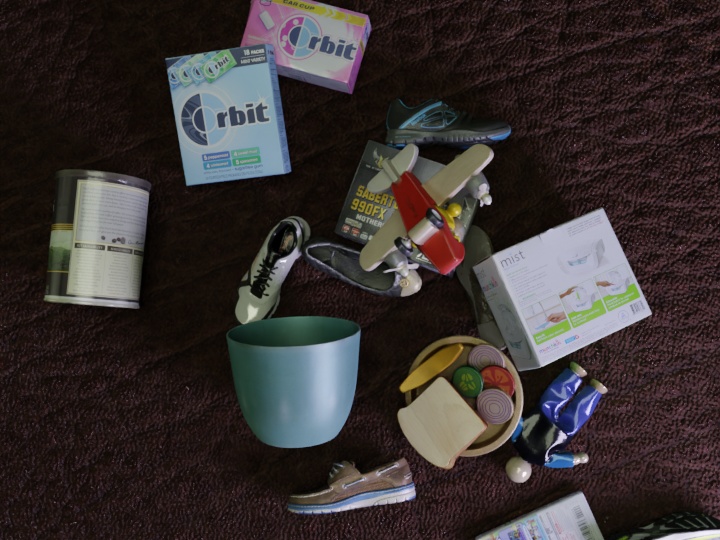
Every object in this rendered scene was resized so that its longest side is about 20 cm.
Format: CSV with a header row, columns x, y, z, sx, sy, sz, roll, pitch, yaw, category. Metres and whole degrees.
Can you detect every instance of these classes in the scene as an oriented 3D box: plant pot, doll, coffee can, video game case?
x,y,z,sx,sy,sz,roll,pitch,yaw,category
-0.097,0.168,1.215,0.198,0.201,0.163,-1,99,5,plant pot
0.295,0.244,1.244,0.136,0.048,0.200,40,89,7,doll
-0.412,-0.046,1.275,0.145,0.146,0.202,4,86,5,coffee can
0.298,0.466,1.240,0.181,0.022,0.201,-25,85,2,video game case

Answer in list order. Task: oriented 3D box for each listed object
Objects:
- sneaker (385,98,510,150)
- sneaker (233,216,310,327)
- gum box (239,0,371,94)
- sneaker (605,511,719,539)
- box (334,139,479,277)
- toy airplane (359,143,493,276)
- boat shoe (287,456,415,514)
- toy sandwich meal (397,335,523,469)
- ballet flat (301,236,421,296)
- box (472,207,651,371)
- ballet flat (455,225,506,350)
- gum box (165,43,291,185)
x,y,z,sx,sy,sz,roll,pitch,yaw,category
0.137,-0.235,1.282,0.198,0.073,0.083,0,85,4,sneaker
-0.149,0.001,1.285,0.073,0.080,0.201,25,89,5,sneaker
-0.094,-0.373,1.315,0.198,0.066,0.115,16,88,6,gum box
0.459,0.421,1.210,0.198,0.074,0.082,-16,97,1,sneaker
0.078,-0.097,1.276,0.198,0.048,0.160,21,88,14,box
0.096,-0.085,1.190,0.199,0.141,0.201,1,69,48,toy airplane
-0.017,0.331,1.257,0.198,0.072,0.073,-8,80,-6,boat shoe
0.146,0.198,1.231,0.203,0.070,0.207,1,93,19,toy sandwich meal
0.000,0.000,1.276,0.198,0.057,0.067,17,101,-1,ballet flat
0.299,0.028,1.212,0.199,0.097,0.178,-23,84,-14,box
0.196,0.028,1.276,0.067,0.046,0.202,-20,78,25,ballet flat
-0.209,-0.246,1.291,0.168,0.045,0.202,-5,100,11,gum box
